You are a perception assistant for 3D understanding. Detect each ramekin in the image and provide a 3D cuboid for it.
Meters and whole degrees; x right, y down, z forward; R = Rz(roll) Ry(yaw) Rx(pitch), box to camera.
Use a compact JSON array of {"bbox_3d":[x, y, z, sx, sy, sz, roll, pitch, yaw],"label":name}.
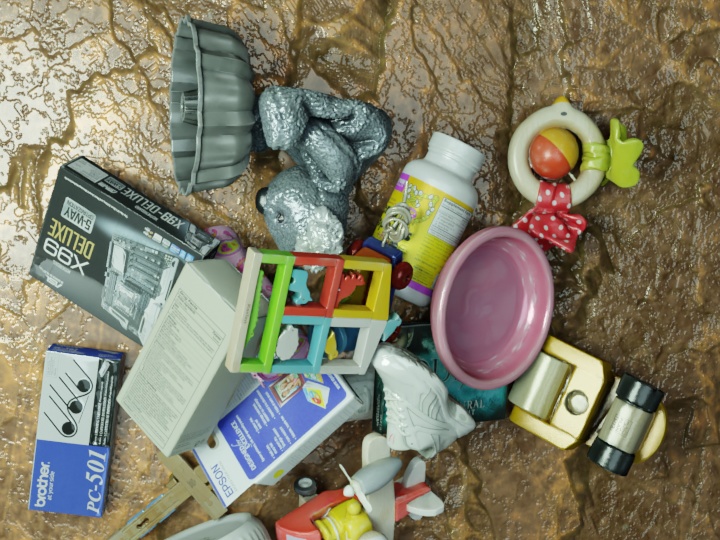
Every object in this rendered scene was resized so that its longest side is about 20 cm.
[{"bbox_3d":[-0.189,0.378,1.175,0.197,0.200,0.107,-19,90,-5],"label":"ramekin"}]

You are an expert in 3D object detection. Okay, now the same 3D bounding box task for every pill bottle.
[{"bbox_3d":[0.081,-0.066,1.200,0.103,0.104,0.203,25,93,-11],"label":"pill bottle"}]

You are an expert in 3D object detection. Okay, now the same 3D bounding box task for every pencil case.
[{"bbox_3d":[-0.138,0.040,1.144,0.087,0.088,0.201,-37,65,-2],"label":"pencil case"}]

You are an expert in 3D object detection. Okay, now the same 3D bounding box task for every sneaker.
[{"bbox_3d":[0.061,0.166,1.140,0.100,0.078,0.200,-46,128,-6],"label":"sneaker"},{"bbox_3d":[-0.028,0.174,1.216,0.196,0.100,0.076,-7,110,-6],"label":"sneaker"}]

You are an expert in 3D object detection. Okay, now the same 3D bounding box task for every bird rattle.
[{"bbox_3d":[0.261,-0.128,1.243,0.200,0.113,0.164,-42,90,12],"label":"bird rattle"}]

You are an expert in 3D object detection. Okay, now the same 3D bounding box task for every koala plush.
[{"bbox_3d":[-0.055,-0.102,1.146,0.180,0.177,0.205,6,93,-19],"label":"koala plush"}]

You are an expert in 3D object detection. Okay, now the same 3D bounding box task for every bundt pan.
[{"bbox_3d":[-0.170,-0.188,1.107,0.074,0.201,0.207,-2,98,-19],"label":"bundt pan"}]

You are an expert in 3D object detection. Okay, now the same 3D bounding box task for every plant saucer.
[{"bbox_3d":[0.159,0.044,1.198,0.198,0.050,0.205,-8,104,-35],"label":"plant saucer"}]

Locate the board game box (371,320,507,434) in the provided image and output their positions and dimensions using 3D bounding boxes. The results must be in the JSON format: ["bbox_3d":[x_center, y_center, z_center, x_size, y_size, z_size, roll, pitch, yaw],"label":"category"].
[{"bbox_3d":[0.106,0.131,1.232,0.197,0.028,0.138,-2,98,-30],"label":"board game box"}]

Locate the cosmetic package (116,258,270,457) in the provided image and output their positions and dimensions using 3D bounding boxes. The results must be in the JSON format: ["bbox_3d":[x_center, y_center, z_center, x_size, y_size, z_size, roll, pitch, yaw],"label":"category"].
[{"bbox_3d":[-0.185,0.097,1.082,0.105,0.071,0.202,42,114,21],"label":"cosmetic package"}]

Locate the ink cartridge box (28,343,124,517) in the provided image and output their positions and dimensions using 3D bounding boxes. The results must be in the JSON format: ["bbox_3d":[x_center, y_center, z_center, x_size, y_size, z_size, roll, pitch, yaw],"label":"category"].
[{"bbox_3d":[-0.354,0.200,1.200,0.092,0.044,0.204,8,96,-8],"label":"ink cartridge box"}]

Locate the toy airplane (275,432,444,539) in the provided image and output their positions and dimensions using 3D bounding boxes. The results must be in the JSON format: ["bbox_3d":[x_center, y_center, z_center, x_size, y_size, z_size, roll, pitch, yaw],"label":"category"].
[{"bbox_3d":[0.017,0.320,1.221,0.199,0.142,0.199,39,101,-28],"label":"toy airplane"}]

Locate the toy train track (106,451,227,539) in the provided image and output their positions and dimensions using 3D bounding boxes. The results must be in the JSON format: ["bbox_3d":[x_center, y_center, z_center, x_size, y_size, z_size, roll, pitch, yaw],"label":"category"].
[{"bbox_3d":[-0.246,0.293,1.236,0.199,0.033,0.115,-39,100,6],"label":"toy train track"}]

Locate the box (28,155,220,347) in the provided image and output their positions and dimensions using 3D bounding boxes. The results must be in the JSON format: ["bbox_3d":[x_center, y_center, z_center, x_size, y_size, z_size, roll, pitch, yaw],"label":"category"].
[{"bbox_3d":[-0.280,-0.015,1.126,0.198,0.050,0.159,32,119,4],"label":"box"}]

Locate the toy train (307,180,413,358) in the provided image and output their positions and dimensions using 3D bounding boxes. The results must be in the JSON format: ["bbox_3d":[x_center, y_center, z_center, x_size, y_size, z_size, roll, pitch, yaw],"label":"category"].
[{"bbox_3d":[0.000,0.000,1.097,0.084,0.115,0.204,25,117,28],"label":"toy train"}]

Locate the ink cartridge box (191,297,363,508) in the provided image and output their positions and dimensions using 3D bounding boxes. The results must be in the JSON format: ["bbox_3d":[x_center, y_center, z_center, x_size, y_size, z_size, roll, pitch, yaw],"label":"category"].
[{"bbox_3d":[-0.124,0.154,1.167,0.199,0.198,0.047,-41,145,1],"label":"ink cartridge box"}]

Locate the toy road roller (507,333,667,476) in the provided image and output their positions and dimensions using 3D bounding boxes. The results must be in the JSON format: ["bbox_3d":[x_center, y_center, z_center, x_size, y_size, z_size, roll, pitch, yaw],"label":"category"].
[{"bbox_3d":[0.308,0.180,1.274,0.198,0.145,0.125,26,94,27],"label":"toy road roller"}]

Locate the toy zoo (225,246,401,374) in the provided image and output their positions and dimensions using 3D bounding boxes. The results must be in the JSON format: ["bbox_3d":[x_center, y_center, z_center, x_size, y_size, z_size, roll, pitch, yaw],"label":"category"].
[{"bbox_3d":[-0.041,0.047,1.032,0.197,0.020,0.134,3,108,-32],"label":"toy zoo"}]
